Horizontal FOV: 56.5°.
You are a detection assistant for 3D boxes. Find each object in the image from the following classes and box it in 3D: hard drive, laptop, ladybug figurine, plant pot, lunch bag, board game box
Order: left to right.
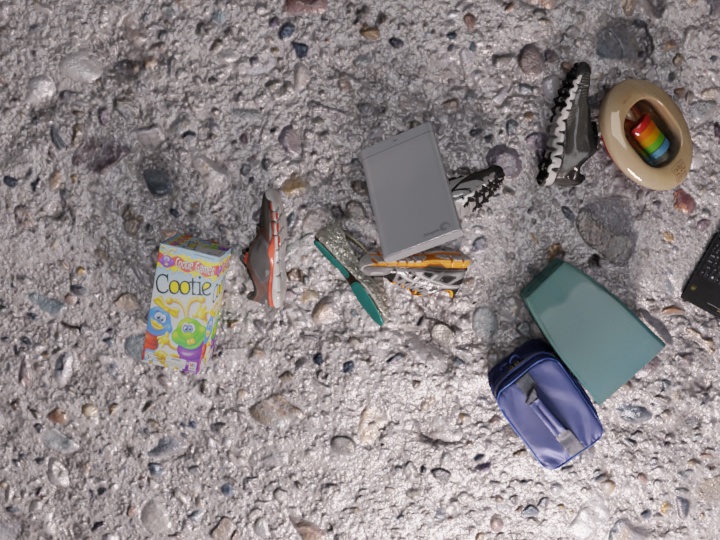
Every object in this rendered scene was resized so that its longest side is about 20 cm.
[{"bbox_3d":[-0.294,0.054,1.143,0.100,0.105,0.205,12,102,-2],"label":"board game box"},{"bbox_3d":[0.078,-0.127,1.075,0.129,0.027,0.205,-19,65,15],"label":"hard drive"},{"bbox_3d":[0.312,0.223,1.146,0.135,0.132,0.201,-39,98,8],"label":"lunch bag"},{"bbox_3d":[0.370,0.084,1.119,0.141,0.141,0.201,-42,90,8],"label":"plant pot"},{"bbox_3d":[0.455,-0.215,1.084,0.136,0.072,0.201,-43,103,-5],"label":"ladybug figurine"},{"bbox_3d":[0.674,0.005,1.112,0.174,0.103,0.204,26,100,-3],"label":"laptop"}]

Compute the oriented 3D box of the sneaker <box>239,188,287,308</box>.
[{"bbox_3d":[-0.170,-0.036,1.141,0.080,0.077,0.206,3,100,7],"label":"sneaker"}]

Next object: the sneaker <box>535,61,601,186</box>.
[{"bbox_3d":[0.355,-0.232,1.097,0.088,0.067,0.205,11,104,-4],"label":"sneaker"}]

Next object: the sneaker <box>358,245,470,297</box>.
[{"bbox_3d":[0.091,0.006,1.128,0.194,0.079,0.079,3,112,-14],"label":"sneaker"}]

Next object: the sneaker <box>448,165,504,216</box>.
[{"bbox_3d":[0.146,-0.127,1.110,0.198,0.067,0.091,-36,69,-6],"label":"sneaker"}]

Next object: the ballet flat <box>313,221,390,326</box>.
[{"bbox_3d":[0.000,0.000,1.149,0.071,0.072,0.201,-37,98,8],"label":"ballet flat"}]
